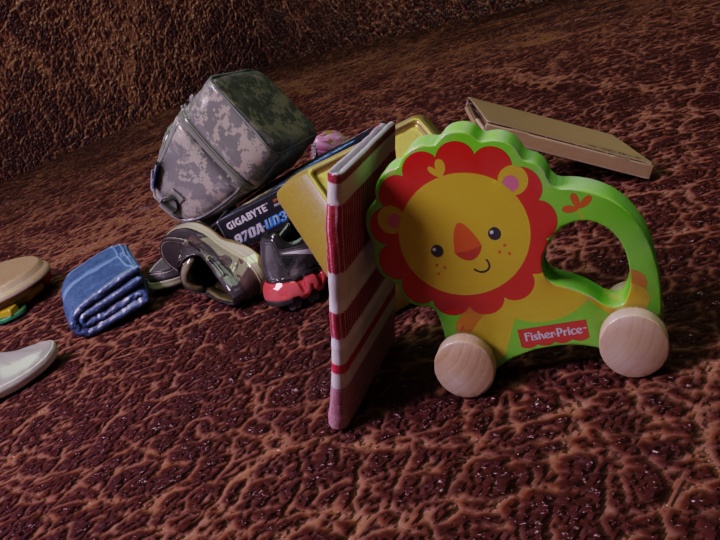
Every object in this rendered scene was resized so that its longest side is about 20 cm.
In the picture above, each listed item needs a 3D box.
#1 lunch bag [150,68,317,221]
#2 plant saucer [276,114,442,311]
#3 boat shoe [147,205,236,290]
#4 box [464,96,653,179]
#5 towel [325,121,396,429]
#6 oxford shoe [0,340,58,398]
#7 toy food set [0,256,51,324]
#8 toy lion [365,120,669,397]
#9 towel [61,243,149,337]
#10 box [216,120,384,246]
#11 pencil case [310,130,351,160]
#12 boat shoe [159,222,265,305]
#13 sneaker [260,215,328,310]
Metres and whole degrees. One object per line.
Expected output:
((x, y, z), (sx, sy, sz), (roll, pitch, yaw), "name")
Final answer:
((-0.171, -0.154, 1.094), (0.168, 0.139, 0.200), (-46, 3, 22), "lunch bag")
((0.037, -0.071, 0.858), (0.197, 0.049, 0.201), (-27, 57, -14), "plant saucer")
((-0.229, -0.042, 1.157), (0.070, 0.067, 0.201), (-2, 26, 30), "boat shoe")
((0.227, -0.159, 0.996), (0.196, 0.022, 0.164), (13, 20, -5), "box")
((0.000, 0.000, 0.660), (0.022, 0.204, 0.144), (7, 25, 15), "towel")
((-0.433, 0.119, 0.930), (0.197, 0.059, 0.075), (-24, 18, -21), "oxford shoe")
((-0.557, 0.038, 1.262), (0.196, 0.050, 0.199), (-13, 21, 14), "toy food set")
((0.107, -0.014, 0.606), (0.196, 0.195, 0.069), (-9, 21, 21), "toy lion")
((-0.338, 0.020, 1.103), (0.111, 0.049, 0.200), (-33, 23, -12), "towel")
((-0.063, -0.105, 1.050), (0.197, 0.047, 0.159), (-24, 14, 28), "box")
((-0.006, -0.165, 1.265), (0.085, 0.084, 0.199), (-25, 22, -21), "pencil case")
((-0.189, -0.007, 1.008), (0.198, 0.075, 0.064), (13, 36, 44), "boat shoe")
((-0.029, -0.039, 0.933), (0.198, 0.100, 0.070), (-27, 20, -26), "sneaker")
